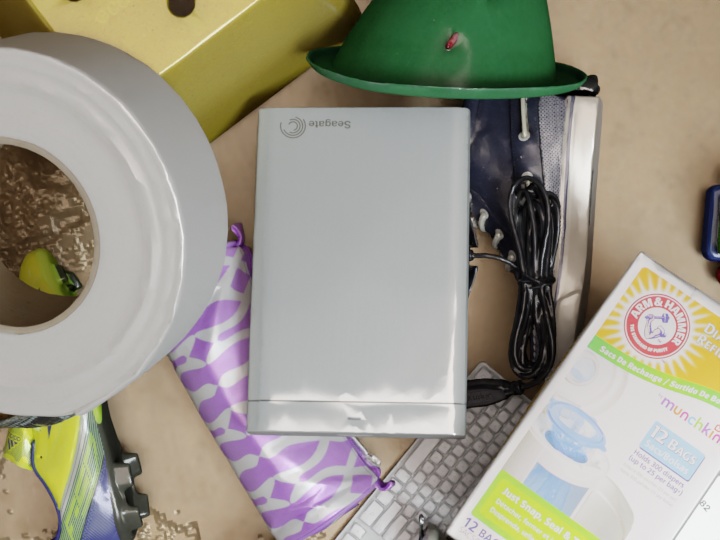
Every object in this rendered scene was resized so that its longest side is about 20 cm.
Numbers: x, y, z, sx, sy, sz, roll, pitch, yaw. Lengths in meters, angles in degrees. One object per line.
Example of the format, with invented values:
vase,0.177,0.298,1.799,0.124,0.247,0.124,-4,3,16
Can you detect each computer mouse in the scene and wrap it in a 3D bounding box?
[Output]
computer mouse,0.037,0.019,1.008,0.199,0.046,0.141,-5,88,19

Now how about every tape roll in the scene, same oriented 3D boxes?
tape roll,-0.175,-0.025,0.855,0.202,0.071,0.203,4,105,14

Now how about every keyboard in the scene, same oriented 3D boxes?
keyboard,0.039,0.154,1.047,0.056,0.011,0.200,39,88,-3

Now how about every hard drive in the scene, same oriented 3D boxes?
hard drive,0.000,0.000,0.961,0.131,0.027,0.201,0,79,5

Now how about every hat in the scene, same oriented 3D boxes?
hat,0.069,-0.204,0.949,0.200,0.165,0.177,-9,112,-37

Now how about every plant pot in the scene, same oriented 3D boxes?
plant pot,-0.128,-0.180,0.950,0.200,0.176,0.200,-37,93,-2

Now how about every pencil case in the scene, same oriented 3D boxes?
pencil case,-0.061,0.077,1.003,0.085,0.084,0.200,-32,93,13

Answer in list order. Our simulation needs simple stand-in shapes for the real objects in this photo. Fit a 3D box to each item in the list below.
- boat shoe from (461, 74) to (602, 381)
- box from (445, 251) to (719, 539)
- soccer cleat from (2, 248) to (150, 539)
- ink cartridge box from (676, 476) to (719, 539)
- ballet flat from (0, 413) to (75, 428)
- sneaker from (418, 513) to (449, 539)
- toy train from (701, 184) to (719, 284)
boat shoe,0.104,-0.028,1.026,0.092,0.075,0.201,5,90,12
box,0.151,0.104,0.932,0.112,0.101,0.200,35,86,10
soccer cleat,-0.196,0.087,1.007,0.083,0.065,0.201,-15,92,2
ink cartridge box,0.251,0.147,1.022,0.200,0.084,0.145,-42,92,-1
ballet flat,-0.224,0.068,0.958,0.200,0.072,0.072,-19,92,29
sneaker,0.040,0.227,1.010,0.199,0.079,0.130,-27,96,-3
toy train,0.330,-0.023,1.008,0.199,0.116,0.085,5,91,-3
